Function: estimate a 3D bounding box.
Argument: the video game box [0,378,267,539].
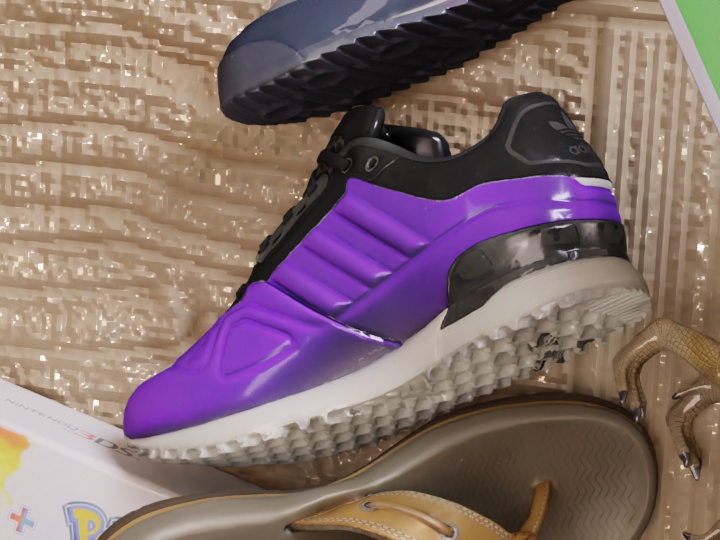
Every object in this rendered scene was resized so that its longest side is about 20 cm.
[{"bbox_3d":[-0.118,0.142,1.010,0.199,0.047,0.183,21,103,13],"label":"video game box"}]

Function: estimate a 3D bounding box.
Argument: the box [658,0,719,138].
[{"bbox_3d":[0.186,-0.002,0.777,0.096,0.176,0.201,-30,64,21],"label":"box"}]

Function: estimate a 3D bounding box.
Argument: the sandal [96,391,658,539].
[{"bbox_3d":[0.007,0.098,0.921,0.199,0.054,0.081,-12,112,-11],"label":"sandal"}]

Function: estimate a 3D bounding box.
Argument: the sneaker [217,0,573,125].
[{"bbox_3d":[0.031,-0.119,0.910,0.199,0.070,0.082,-28,74,18],"label":"sneaker"}]

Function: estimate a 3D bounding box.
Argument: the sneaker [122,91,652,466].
[{"bbox_3d":[0.000,0.000,0.938,0.199,0.069,0.100,-23,73,29],"label":"sneaker"}]

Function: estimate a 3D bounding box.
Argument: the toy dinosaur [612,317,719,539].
[{"bbox_3d":[0.138,0.028,0.904,0.101,0.058,0.201,-27,69,18],"label":"toy dinosaur"}]
